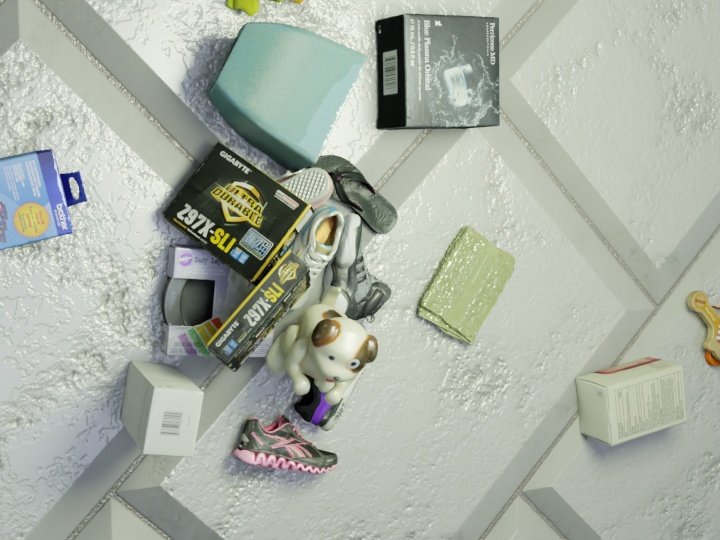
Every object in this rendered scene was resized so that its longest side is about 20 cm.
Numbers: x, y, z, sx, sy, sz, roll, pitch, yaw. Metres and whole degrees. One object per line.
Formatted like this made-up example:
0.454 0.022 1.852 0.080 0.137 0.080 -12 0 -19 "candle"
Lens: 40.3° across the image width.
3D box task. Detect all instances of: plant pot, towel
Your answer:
-0.136 -0.299 1.614 0.199 0.196 0.197 28 84 -14 "plant pot"
0.204 0.029 1.887 0.148 0.036 0.201 32 83 -23 "towel"

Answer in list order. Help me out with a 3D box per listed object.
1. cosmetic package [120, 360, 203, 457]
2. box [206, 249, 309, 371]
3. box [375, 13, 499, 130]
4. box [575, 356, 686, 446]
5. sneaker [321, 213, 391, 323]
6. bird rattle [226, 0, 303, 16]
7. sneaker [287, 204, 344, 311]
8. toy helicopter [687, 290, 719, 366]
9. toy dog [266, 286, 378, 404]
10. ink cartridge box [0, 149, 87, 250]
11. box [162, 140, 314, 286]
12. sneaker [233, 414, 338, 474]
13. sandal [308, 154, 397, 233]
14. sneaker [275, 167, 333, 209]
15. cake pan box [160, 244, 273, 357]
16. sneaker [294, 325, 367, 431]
-0.323 0.219 1.575 0.084 0.200 0.108 9 95 -23 "cosmetic package"
-0.161 0.069 1.592 0.049 0.160 0.200 40 81 4 "box"
0.140 -0.356 1.771 0.199 0.117 0.198 -5 98 -25 "box"
0.562 0.268 2.038 0.199 0.109 0.129 -11 101 -23 "box"
0.000 0.000 1.771 0.113 0.075 0.202 6 99 -26 "sneaker"
-0.157 -0.528 1.646 0.162 0.112 0.202 7 80 -37 "bird rattle"
-0.092 -0.023 1.720 0.076 0.081 0.201 23 87 -27 "sneaker"
0.786 0.113 2.144 0.132 0.079 0.200 -48 108 -13 "toy helicopter"
-0.044 0.129 1.634 0.139 0.200 0.195 33 81 -16 "toy dog"
-0.529 -0.108 1.514 0.199 0.076 0.137 -17 103 -24 "ink cartridge box"
-0.201 -0.093 1.619 0.199 0.049 0.160 36 85 14 "box"
-0.125 0.309 1.753 0.199 0.079 0.096 15 78 -27 "sneaker"
-0.004 -0.141 1.765 0.200 0.048 0.076 36 81 -24 "sandal"
-0.136 -0.121 1.698 0.199 0.105 0.076 -19 89 9 "sneaker"
-0.242 0.054 1.677 0.199 0.052 0.186 5 92 -25 "cake pan box"
-0.057 0.182 1.766 0.099 0.069 0.201 27 84 -22 "sneaker"
